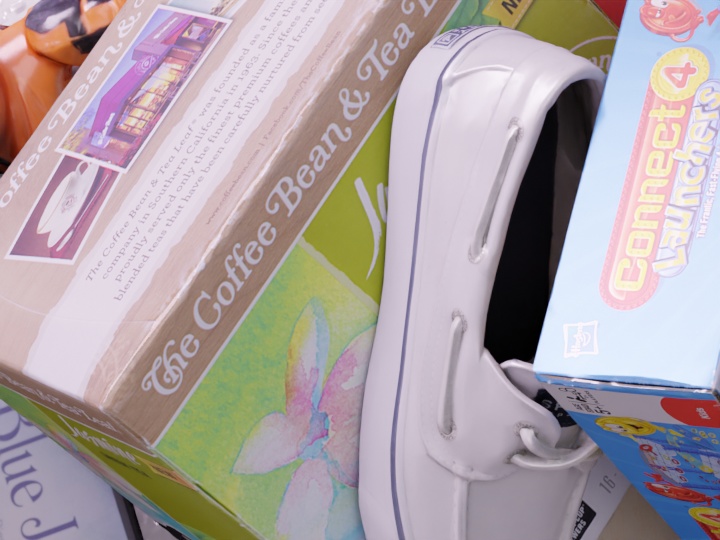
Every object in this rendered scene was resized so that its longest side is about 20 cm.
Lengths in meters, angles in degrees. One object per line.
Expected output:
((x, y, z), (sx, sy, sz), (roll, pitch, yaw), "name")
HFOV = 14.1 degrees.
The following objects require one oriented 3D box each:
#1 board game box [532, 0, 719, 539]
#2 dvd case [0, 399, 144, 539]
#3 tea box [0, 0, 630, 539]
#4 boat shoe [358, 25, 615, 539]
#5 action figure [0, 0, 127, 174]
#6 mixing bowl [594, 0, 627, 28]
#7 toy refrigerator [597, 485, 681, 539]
((0.134, -0.016, 0.890), (0.056, 0.196, 0.201), (4, 66, 29), "board game box")
((-0.169, 0.119, 0.988), (0.199, 0.018, 0.143), (-20, 107, -13), "dvd case")
((0.000, 0.000, 0.946), (0.197, 0.133, 0.200), (41, 77, -35), "tea box")
((0.044, 0.030, 0.860), (0.073, 0.065, 0.201), (-14, 110, -33), "boat shoe")
((-0.129, -0.029, 1.020), (0.193, 0.105, 0.201), (-3, 113, -6), "action figure")
((0.098, -0.125, 1.027), (0.200, 0.200, 0.109), (17, 107, -9), "mixing bowl")
((0.105, 0.148, 1.037), (0.070, 0.076, 0.201), (-11, 85, -13), "toy refrigerator")
